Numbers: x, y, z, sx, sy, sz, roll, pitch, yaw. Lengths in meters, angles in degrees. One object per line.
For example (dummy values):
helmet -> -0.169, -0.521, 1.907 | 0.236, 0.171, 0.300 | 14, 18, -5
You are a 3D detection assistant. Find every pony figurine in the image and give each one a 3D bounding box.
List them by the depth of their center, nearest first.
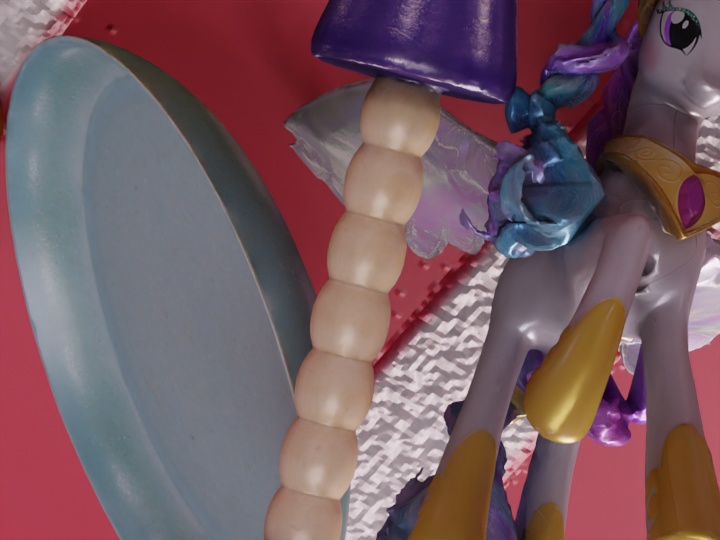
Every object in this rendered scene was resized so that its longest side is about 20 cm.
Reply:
pony figurine -> 0.064, 0.005, 0.819 | 0.166, 0.201, 0.193 | 22, 152, -14

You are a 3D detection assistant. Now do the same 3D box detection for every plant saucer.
plant saucer -> -0.054, 0.022, 0.865 | 0.027, 0.200, 0.201 | -19, 125, -24

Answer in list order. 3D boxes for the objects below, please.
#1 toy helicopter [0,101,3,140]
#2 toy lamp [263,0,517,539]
toy helicopter -> -0.200, -0.093, 0.871 | 0.132, 0.079, 0.201 | -9, 108, 16
toy lamp -> 0.000, 0.000, 0.748 | 0.058, 0.058, 0.201 | 15, 91, -2
